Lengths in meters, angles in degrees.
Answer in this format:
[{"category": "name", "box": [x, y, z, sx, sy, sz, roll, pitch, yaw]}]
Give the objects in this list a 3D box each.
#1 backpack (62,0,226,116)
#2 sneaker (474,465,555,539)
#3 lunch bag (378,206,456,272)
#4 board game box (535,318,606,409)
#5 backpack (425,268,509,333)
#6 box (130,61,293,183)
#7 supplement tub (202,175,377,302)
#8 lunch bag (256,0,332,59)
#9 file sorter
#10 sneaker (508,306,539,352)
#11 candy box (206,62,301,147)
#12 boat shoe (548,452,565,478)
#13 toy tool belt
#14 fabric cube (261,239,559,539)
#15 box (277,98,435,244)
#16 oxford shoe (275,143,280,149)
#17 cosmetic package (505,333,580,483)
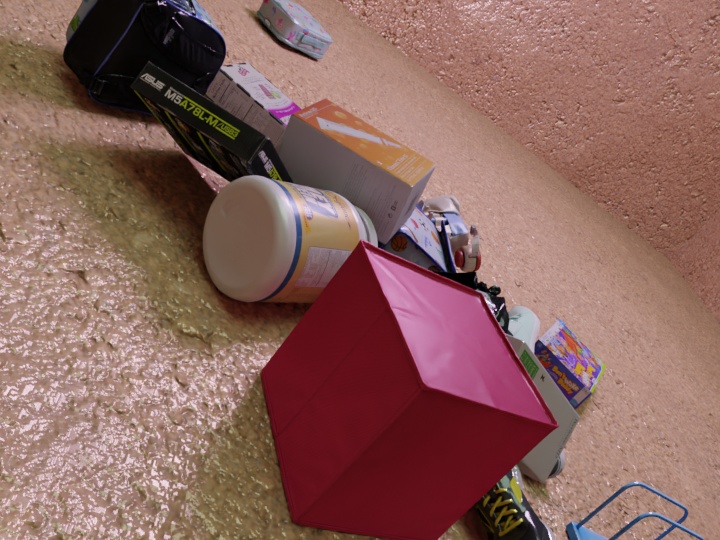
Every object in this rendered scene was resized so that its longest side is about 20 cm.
[{"category": "backpack", "box": [-0.302, -0.327, 1.036, 0.148, 0.183, 0.199, 51, 21, 22]}, {"category": "sneaker", "box": [0.156, 0.268, 0.825, 0.085, 0.074, 0.201, 48, 10, -25]}, {"category": "lunch bag", "box": [0.088, -0.023, 1.183, 0.199, 0.123, 0.171, 41, 23, -26]}, {"category": "board game box", "box": [0.401, 0.175, 1.404, 0.135, 0.045, 0.199, 47, 24, 13]}, {"category": "backpack", "box": [0.086, 0.076, 0.964, 0.196, 0.170, 0.127, 20, 18, -14]}, {"category": "box", "box": [-0.182, -0.164, 0.950, 0.192, 0.048, 0.200, 35, -8, 15]}, {"category": "supplement tub", "box": [-0.082, -0.033, 0.907, 0.198, 0.145, 0.145, 4, 42, -54]}, {"category": "lunch bag", "box": [-0.172, -0.637, 1.899, 0.161, 0.077, 0.198, 52, 26, 22]}, {"category": "file sorter", "box": [0.372, 0.390, 0.895, 0.137, 0.123, 0.202, 29, 26, -22]}, {"category": "sneaker", "box": [0.255, 0.090, 1.286, 0.118, 0.074, 0.201, 44, 25, -8]}, {"category": "candy box", "box": [-0.172, -0.288, 1.315, 0.199, 0.061, 0.136, 42, 24, 0]}, {"category": "boat shoe", "box": [0.223, 0.210, 1.057, 0.066, 0.070, 0.202, 15, 42, -47]}, {"category": "toy tool belt", "box": [0.136, -0.060, 1.354, 0.120, 0.127, 0.201, -4, 36, -14]}, {"category": "fabric cube", "box": [0.039, 0.129, 0.745, 0.194, 0.200, 0.202, 21, 30, -34]}, {"category": "box", "box": [-0.009, -0.147, 1.042, 0.198, 0.099, 0.124, 31, 30, 7]}, {"category": "oxford shoe", "box": [-0.078, -0.126, 1.158, 0.200, 0.075, 0.070, 47, 24, 9]}, {"category": "cosmetic package", "box": [0.190, 0.171, 0.918, 0.084, 0.109, 0.200, 18, -21, 49]}]
